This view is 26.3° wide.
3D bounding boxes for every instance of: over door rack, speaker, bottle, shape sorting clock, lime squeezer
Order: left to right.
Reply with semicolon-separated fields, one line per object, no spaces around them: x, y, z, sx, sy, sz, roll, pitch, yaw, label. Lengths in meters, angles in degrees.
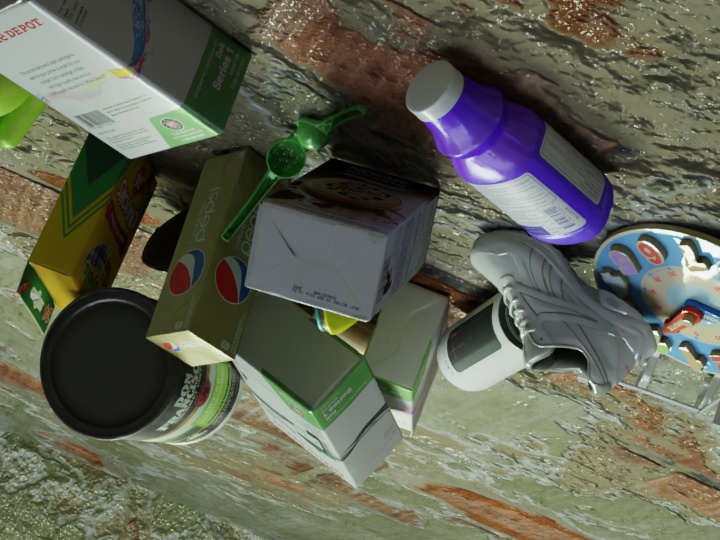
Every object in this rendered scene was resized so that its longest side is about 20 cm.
-0.058;-0.106;1.368;0.038;0.071;0.200;47;124;-5;lime squeezer
0.146;0.069;1.598;0.081;0.082;0.200;24;161;-9;speaker
0.116;-0.092;1.218;0.083;0.066;0.200;-3;149;48;bottle
0.290;0.098;1.521;0.147;0.067;0.200;18;-179;6;over door rack
0.298;0.032;1.370;0.199;0.039;0.200;24;154;12;shape sorting clock

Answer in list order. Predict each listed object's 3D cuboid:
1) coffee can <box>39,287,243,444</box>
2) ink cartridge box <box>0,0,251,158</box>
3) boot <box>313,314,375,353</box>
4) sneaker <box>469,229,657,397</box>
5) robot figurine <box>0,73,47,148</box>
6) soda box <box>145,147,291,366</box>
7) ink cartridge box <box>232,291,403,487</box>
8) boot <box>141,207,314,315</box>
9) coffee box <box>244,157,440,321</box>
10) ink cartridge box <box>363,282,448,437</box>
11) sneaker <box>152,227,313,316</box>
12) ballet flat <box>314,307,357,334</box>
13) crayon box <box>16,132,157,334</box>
-0.218;0.102;1.574;0.146;0.147;0.200;15;176;15;coffee can
-0.215;-0.185;1.272;0.200;0.084;0.144;34;154;-33;ink cartridge box
-0.091;0.063;1.834;0.199;0.066;0.175;28;158;-17;boot
0.168;0.040;1.419;0.200;0.099;0.078;36;161;25;sneaker
-0.361;-0.186;1.374;0.175;0.116;0.199;32;157;-33;robot figurine
-0.133;-0.014;1.471;0.067;0.201;0.064;-11;145;44;soda box
-0.049;0.126;1.626;0.146;0.084;0.200;35;163;30;ink cartridge box
-0.117;0.000;1.626;0.199;0.074;0.155;-9;143;26;boot
-0.011;-0.031;1.337;0.112;0.080;0.200;15;-163;11;coffee box
0.047;0.103;1.726;0.067;0.118;0.200;19;160;9;ink cartridge box
-0.153;0.038;1.707;0.199;0.121;0.084;23;-174;-7;sneaker
0.000;0.000;1.464;0.067;0.067;0.200;-7;-160;9;ballet flat
-0.272;-0.037;1.552;0.051;0.201;0.127;19;161;9;crayon box
